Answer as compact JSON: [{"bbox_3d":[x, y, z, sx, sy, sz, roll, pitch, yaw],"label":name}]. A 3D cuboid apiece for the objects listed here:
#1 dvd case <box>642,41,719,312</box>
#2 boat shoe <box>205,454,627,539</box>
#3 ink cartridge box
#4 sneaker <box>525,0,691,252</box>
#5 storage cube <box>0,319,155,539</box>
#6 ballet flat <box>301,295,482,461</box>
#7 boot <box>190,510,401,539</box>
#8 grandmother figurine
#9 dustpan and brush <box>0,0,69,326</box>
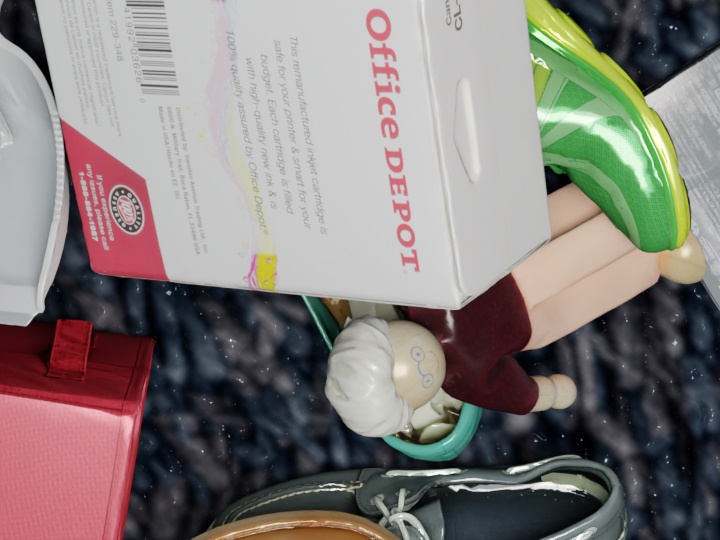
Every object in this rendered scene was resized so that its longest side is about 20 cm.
[{"bbox_3d":[0.235,-0.062,1.404,0.200,0.016,0.149,-33,97,3],"label":"dvd case"},{"bbox_3d":[0.027,0.115,1.384,0.199,0.062,0.073,-2,61,-7],"label":"boat shoe"},{"bbox_3d":[-0.029,-0.071,1.271,0.200,0.086,0.148,5,115,32],"label":"ink cartridge box"},{"bbox_3d":[0.067,-0.078,1.320,0.084,0.074,0.200,-44,93,-4],"label":"sneaker"},{"bbox_3d":[-0.194,0.112,1.330,0.179,0.171,0.201,8,99,-3],"label":"storage cube"},{"bbox_3d":[0.000,0.000,1.374,0.067,0.070,0.200,-29,98,2],"label":"ballet flat"},{"bbox_3d":[0.008,0.189,1.298,0.199,0.155,0.077,16,125,-11],"label":"boot"},{"bbox_3d":[0.062,0.011,1.341,0.200,0.061,0.121,-32,92,-31],"label":"grandmother figurine"},{"bbox_3d":[-0.178,-0.078,1.339,0.139,0.057,0.200,6,56,22],"label":"dustpan and brush"}]
